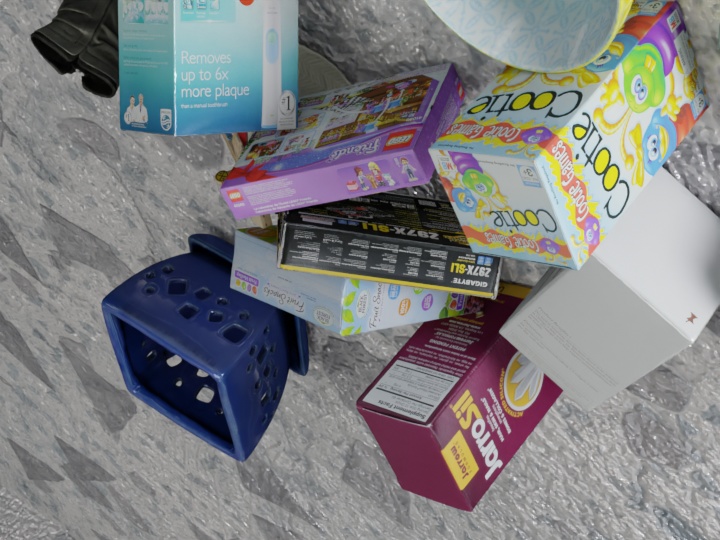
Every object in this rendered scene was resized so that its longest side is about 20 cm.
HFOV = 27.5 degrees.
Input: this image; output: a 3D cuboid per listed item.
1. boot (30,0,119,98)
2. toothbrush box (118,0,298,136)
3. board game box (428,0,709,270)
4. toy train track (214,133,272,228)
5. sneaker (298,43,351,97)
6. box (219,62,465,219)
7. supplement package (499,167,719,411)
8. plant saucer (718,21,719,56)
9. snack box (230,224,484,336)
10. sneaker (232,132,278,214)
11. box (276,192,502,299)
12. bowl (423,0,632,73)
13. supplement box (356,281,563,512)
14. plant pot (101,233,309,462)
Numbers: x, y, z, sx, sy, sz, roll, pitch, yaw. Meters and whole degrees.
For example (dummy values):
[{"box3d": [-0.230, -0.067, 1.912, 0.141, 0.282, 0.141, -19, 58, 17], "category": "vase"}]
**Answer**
[{"box3d": [-0.299, -0.277, 1.533, 0.200, 0.131, 0.068, 38, 151, 7], "category": "boot"}, {"box3d": [-0.133, -0.223, 1.300, 0.085, 0.146, 0.201, 9, 102, 44], "category": "toothbrush box"}, {"box3d": [0.161, -0.109, 1.115, 0.105, 0.200, 0.103, 11, 139, 43], "category": "board game box"}, {"box3d": [-0.137, -0.119, 1.445, 0.115, 0.032, 0.200, 79, 167, -56], "category": "toy train track"}, {"box3d": [-0.080, -0.194, 1.453, 0.200, 0.075, 0.085, 42, 174, -11], "category": "sneaker"}, {"box3d": [-0.015, -0.116, 1.326, 0.199, 0.137, 0.039, -9, 126, 29], "category": "box"}, {"box3d": [0.229, 0.020, 1.293, 0.117, 0.117, 0.200, 42, 152, 2], "category": "supplement package"}, {"box3d": [0.345, -0.144, 1.012, 0.200, 0.036, 0.200, 30, 150, 20], "category": "plant saucer"}, {"box3d": [0.000, 0.000, 1.455, 0.168, 0.200, 0.068, 22, 110, 44], "category": "snack box"}, {"box3d": [-0.088, -0.124, 1.526, 0.085, 0.077, 0.200, 53, 175, 19], "category": "sneaker"}, {"box3d": [0.023, -0.032, 1.368, 0.199, 0.160, 0.050, 8, 109, -6], "category": "box"}, {"box3d": [0.128, -0.254, 1.057, 0.200, 0.108, 0.200, 30, 149, 21], "category": "bowl"}, {"box3d": [0.109, 0.120, 1.494, 0.103, 0.200, 0.131, 13, 141, 43], "category": "supplement box"}, {"box3d": [-0.176, 0.083, 1.820, 0.200, 0.180, 0.200, 29, 149, 24], "category": "plant pot"}]
